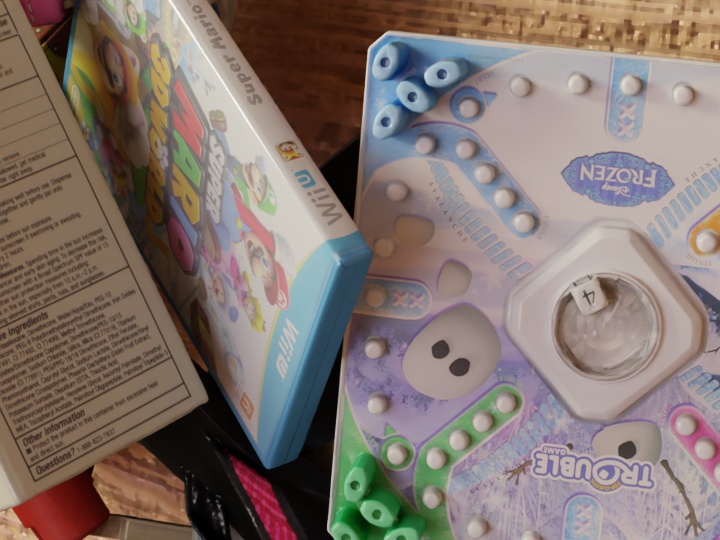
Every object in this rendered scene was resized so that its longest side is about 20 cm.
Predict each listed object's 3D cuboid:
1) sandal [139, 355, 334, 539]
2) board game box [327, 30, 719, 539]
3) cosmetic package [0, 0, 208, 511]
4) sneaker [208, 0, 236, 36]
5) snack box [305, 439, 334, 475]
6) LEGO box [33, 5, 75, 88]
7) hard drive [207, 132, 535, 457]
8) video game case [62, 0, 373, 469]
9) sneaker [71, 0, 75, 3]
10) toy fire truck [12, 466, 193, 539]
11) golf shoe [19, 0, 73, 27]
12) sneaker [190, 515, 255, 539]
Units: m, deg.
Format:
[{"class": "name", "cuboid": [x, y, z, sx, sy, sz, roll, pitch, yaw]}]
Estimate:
[{"class": "sandal", "cuboid": [-0.047, 0.103, 0.833, 0.200, 0.045, 0.075, 40, 136, 7]}, {"class": "board game box", "cuboid": [0.091, 0.021, 0.734, 0.198, 0.026, 0.202, 6, 99, 8]}, {"class": "cosmetic package", "cuboid": [-0.158, -0.010, 0.789, 0.087, 0.103, 0.202, -22, 93, 52]}, {"class": "sneaker", "cuboid": [-0.111, -0.151, 0.921, 0.200, 0.080, 0.148, -178, 76, -75]}, {"class": "snack box", "cuboid": [0.061, 0.138, 0.825, 0.116, 0.037, 0.201, -35, 81, 44]}, {"class": "LEGO box", "cuboid": [-0.232, -0.058, 0.905, 0.148, 0.200, 0.077, 29, 157, 28]}, {"class": "hard drive", "cuboid": [0.000, 0.000, 0.848, 0.200, 0.042, 0.136, -37, 33, 40]}, {"class": "video game case", "cuboid": [-0.066, -0.038, 0.794, 0.201, 0.018, 0.144, 57, 149, 25]}, {"class": "sneaker", "cuboid": [-0.165, -0.120, 1.009, 0.088, 0.081, 0.201, -35, 72, 41]}, {"class": "toy fire truck", "cuboid": [-0.138, 0.083, 0.977, 0.128, 0.176, 0.201, -32, 97, 1]}, {"class": "golf shoe", "cuboid": [-0.187, -0.158, 0.871, 0.200, 0.091, 0.076, -125, 18, -47]}, {"class": "sneaker", "cuboid": [-0.040, 0.192, 0.927, 0.075, 0.086, 0.202, -102, 16, -56]}]
